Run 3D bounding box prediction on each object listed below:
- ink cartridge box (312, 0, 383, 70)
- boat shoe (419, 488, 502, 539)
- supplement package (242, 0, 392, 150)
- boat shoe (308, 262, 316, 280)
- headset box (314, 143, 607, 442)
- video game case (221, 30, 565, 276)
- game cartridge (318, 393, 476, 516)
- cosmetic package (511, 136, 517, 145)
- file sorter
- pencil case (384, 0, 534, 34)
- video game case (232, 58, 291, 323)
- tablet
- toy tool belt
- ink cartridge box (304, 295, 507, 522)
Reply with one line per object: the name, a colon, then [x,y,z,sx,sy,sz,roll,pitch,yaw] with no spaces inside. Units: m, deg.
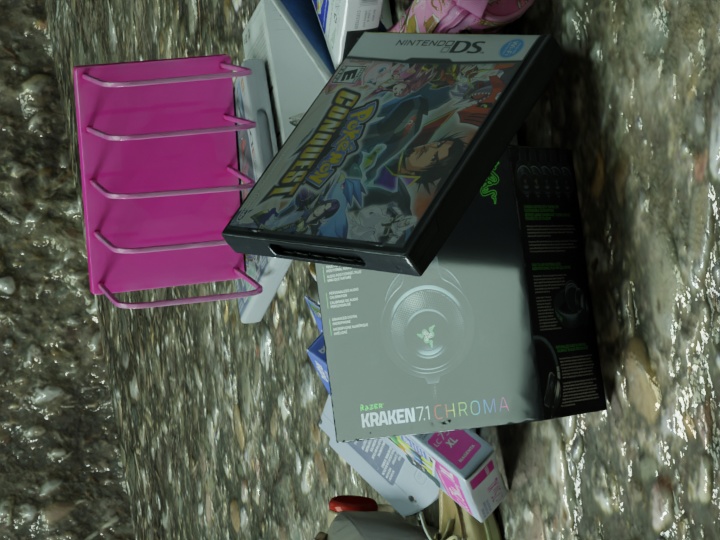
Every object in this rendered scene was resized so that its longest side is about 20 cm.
ink cartridge box: [-0.025,-0.262,1.665,0.095,0.037,0.200,101,155,-50]
boat shoe: [0.082,0.264,1.718,0.073,0.063,0.201,162,102,-75]
supplement package: [-0.028,-0.135,1.851,0.117,0.117,0.201,140,122,-73]
boat shoe: [0.000,0.000,1.670,0.069,0.071,0.200,58,178,-13]
headset box: [0.065,0.011,1.466,0.174,0.093,0.201,-8,86,34]
video game case: [0.021,-0.086,1.434,0.180,0.200,0.026,8,145,44]
game cartridge: [0.033,0.129,1.775,0.133,0.041,0.200,47,152,15]
cosmetic package: [0.076,-0.010,1.591,0.113,0.081,0.201,173,91,-77]
file sorter: [-0.159,-0.076,1.795,0.125,0.139,0.201,-152,57,-70]
pencil case: [0.070,-0.186,1.548,0.200,0.083,0.087,129,133,-68]
video game case: [-0.097,-0.067,1.871,0.200,0.023,0.183,121,141,-69]
tablet: [-0.017,-0.197,1.727,0.014,0.130,0.200,-54,50,26]
toy tool belt: [0.008,0.282,1.887,0.200,0.125,0.123,-157,70,-73]
ink cartridge box: [0.027,0.110,1.652,0.200,0.042,0.119,41,169,22]
